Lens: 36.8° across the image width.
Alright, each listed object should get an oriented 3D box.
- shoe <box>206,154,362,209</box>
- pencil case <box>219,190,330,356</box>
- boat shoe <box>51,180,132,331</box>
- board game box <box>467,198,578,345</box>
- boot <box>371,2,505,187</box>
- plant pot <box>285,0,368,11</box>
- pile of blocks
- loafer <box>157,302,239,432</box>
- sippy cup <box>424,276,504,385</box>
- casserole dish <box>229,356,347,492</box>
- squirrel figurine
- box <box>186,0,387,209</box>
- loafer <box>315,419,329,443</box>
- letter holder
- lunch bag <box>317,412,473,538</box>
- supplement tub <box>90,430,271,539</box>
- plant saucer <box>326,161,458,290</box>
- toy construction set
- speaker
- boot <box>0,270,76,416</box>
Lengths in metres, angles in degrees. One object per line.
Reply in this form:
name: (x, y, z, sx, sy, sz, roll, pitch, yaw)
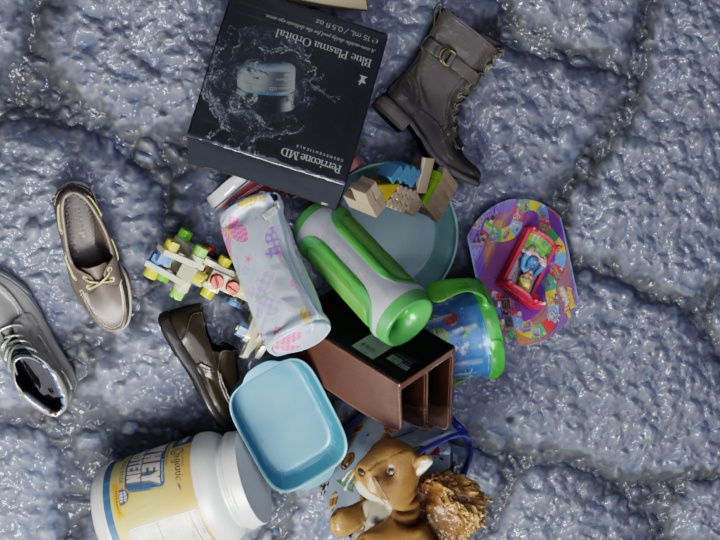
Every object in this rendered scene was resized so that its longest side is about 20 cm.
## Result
shoe: (-0.095, -0.118, 1.389, 0.199, 0.071, 0.091, -37, 101, -8)
pencil case: (-0.104, 0.003, 1.331, 0.090, 0.083, 0.202, -31, 67, 23)
boat shoe: (-0.337, -0.012, 1.363, 0.071, 0.060, 0.202, -16, 104, -10)
board game box: (0.234, 0.001, 1.475, 0.157, 0.039, 0.202, -14, 94, -24)
boot: (0.129, -0.228, 1.420, 0.200, 0.069, 0.174, 41, 91, -15)
plant pot: (-0.095, -0.401, 1.292, 0.197, 0.187, 0.190, -3, 102, 3)
pile of blocks: (0.045, -0.112, 1.359, 0.199, 0.062, 0.083, 0, 110, -55)
loafer: (-0.188, 0.129, 1.418, 0.071, 0.073, 0.201, -31, 106, -4)
sippy cup: (0.110, 0.089, 1.443, 0.129, 0.140, 0.180, -13, 103, -10)
casserole dish: (-0.095, 0.194, 1.393, 0.120, 0.039, 0.201, -29, 116, -9)
squirrel figurine: (0.056, 0.293, 1.312, 0.198, 0.141, 0.189, -1, 98, -32)
box: (-0.088, -0.206, 1.305, 0.195, 0.117, 0.202, 16, 78, -4)
loafer: (-0.124, 0.248, 1.462, 0.199, 0.063, 0.072, -38, 108, -3)
letter holder: (0.013, 0.132, 1.375, 0.100, 0.199, 0.143, -29, 132, -35)
lunch bag: (0.050, 0.260, 1.445, 0.200, 0.170, 0.124, -48, 118, 0)
supplement tub: (-0.227, 0.291, 1.384, 0.198, 0.145, 0.146, -19, 105, 8)
plant saucer: (0.032, -0.047, 1.453, 0.198, 0.036, 0.203, -2, 101, -12)
toy construction set: (-0.180, 0.021, 1.368, 0.200, 0.131, 0.092, 43, 91, -17)
speaker: (0.000, 0.000, 1.334, 0.088, 0.200, 0.089, -29, 146, -22)
boot: (-0.420, 0.089, 1.346, 0.073, 0.096, 0.201, -35, 106, -4)
